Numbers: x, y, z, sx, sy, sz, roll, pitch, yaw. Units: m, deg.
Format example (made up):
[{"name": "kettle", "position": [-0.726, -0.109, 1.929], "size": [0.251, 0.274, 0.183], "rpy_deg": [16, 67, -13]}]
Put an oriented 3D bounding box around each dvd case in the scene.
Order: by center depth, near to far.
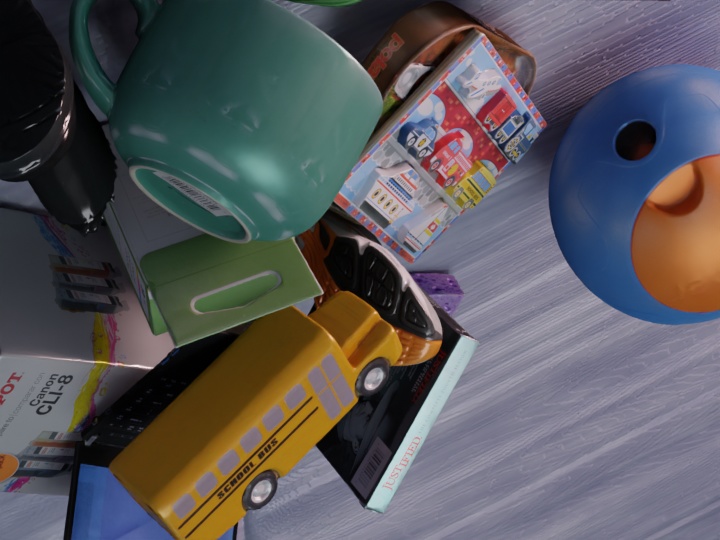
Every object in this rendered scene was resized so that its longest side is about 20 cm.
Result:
[{"name": "dvd case", "position": [0.005, 0.072, 1.345], "size": [0.022, 0.200, 0.147], "rpy_deg": [23, 101, -30]}]

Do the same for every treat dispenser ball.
[{"name": "treat dispenser ball", "position": [0.245, -0.059, 1.393], "size": [0.200, 0.201, 0.201], "rpy_deg": [-19, 144, -14]}]

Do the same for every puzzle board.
[{"name": "puzzle board", "position": [0.061, -0.081, 1.291], "size": [0.151, 0.017, 0.200], "rpy_deg": [-47, 157, 3]}]

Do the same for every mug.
[{"name": "mug", "position": [-0.092, -0.093, 1.112], "size": [0.115, 0.184, 0.152], "rpy_deg": [-62, 156, -15]}]

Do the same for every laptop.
[{"name": "laptop", "position": [-0.102, 0.148, 1.246], "size": [0.200, 0.104, 0.177], "rpy_deg": [-40, 148, 22]}]

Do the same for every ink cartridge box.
[{"name": "ink cartridge box", "position": [-0.106, -0.022, 1.193], "size": [0.103, 0.200, 0.059], "rpy_deg": [-18, 142, -14]}, {"name": "ink cartridge box", "position": [-0.224, 0.060, 1.262], "size": [0.199, 0.145, 0.145], "rpy_deg": [10, 131, -43]}]

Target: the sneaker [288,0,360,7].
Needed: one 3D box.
[{"name": "sneaker", "position": [-0.061, -0.194, 1.110], "size": [0.199, 0.084, 0.074], "rpy_deg": [11, 129, -44]}]

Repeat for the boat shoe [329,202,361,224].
[{"name": "boat shoe", "position": [-0.031, -0.099, 1.264], "size": [0.075, 0.069, 0.200], "rpy_deg": [-36, 145, 10]}]

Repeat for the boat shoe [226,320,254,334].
[{"name": "boat shoe", "position": [-0.094, 0.030, 1.388], "size": [0.069, 0.074, 0.200], "rpy_deg": [-24, 155, -11]}]

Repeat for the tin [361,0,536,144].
[{"name": "tin", "position": [0.057, -0.128, 1.272], "size": [0.112, 0.042, 0.200], "rpy_deg": [-55, 156, 11]}]

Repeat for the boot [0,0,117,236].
[{"name": "boot", "position": [-0.191, -0.083, 1.070], "size": [0.073, 0.199, 0.163], "rpy_deg": [-23, 139, -3]}]

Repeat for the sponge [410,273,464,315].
[{"name": "sponge", "position": [0.000, 0.081, 1.548], "size": [0.111, 0.030, 0.200], "rpy_deg": [-2, 137, -33]}]

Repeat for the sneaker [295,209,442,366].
[{"name": "sneaker", "position": [0.000, 0.000, 1.315], "size": [0.092, 0.200, 0.076], "rpy_deg": [3, 120, -51]}]

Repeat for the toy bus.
[{"name": "toy bus", "position": [-0.066, 0.090, 1.182], "size": [0.200, 0.065, 0.078], "rpy_deg": [-45, 140, -14]}]
